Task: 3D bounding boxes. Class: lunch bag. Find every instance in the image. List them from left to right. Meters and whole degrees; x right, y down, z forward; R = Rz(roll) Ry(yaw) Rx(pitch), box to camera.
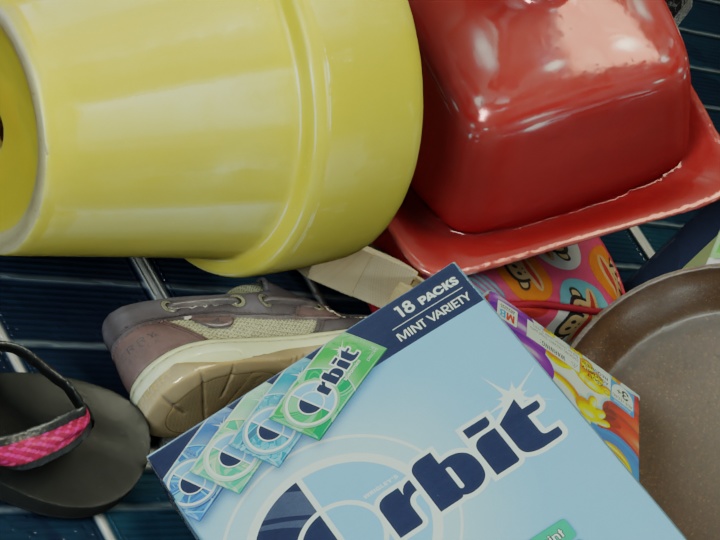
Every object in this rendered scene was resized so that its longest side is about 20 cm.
[{"bbox_3d":[0.042,-0.034,1.657,0.176,0.082,0.200,8,45,-48],"label":"lunch bag"}]

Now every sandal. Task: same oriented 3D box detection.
[{"bbox_3d":[-0.161,0.060,1.294,0.200,0.045,0.075,14,40,-44],"label":"sandal"}]

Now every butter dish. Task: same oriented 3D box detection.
[{"bbox_3d":[0.086,-0.124,1.568,0.199,0.148,0.200,-16,59,-20],"label":"butter dish"}]

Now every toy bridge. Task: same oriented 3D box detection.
[{"bbox_3d":[0.000,0.000,1.525,0.067,0.027,0.200,24,8,-36],"label":"toy bridge"}]

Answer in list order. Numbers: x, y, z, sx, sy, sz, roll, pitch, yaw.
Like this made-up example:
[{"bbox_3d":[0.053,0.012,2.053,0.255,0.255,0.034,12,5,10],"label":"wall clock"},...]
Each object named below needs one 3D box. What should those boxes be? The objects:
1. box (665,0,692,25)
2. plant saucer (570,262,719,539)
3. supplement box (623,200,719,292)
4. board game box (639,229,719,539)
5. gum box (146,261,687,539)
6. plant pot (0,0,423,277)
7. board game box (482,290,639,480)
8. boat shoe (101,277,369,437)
[{"bbox_3d":[0.081,-0.170,1.754,0.200,0.115,0.132,28,-10,12],"label":"box"},{"bbox_3d":[0.194,0.096,1.593,0.200,0.200,0.034,58,5,24],"label":"plant saucer"},{"bbox_3d":[0.267,0.077,1.751,0.200,0.134,0.200,5,47,-51],"label":"supplement box"},{"bbox_3d":[0.214,0.058,1.633,0.095,0.200,0.030,19,-14,24],"label":"board game box"},{"bbox_3d":[0.026,0.111,1.312,0.200,0.170,0.045,52,-9,40],"label":"gum box"},{"bbox_3d":[-0.103,-0.086,1.426,0.189,0.201,0.201,-14,60,-34],"label":"plant pot"},{"bbox_3d":[0.064,0.121,1.451,0.103,0.105,0.200,35,28,-17],"label":"board game box"},{"bbox_3d":[-0.048,0.036,1.455,0.200,0.072,0.065,-6,57,-53],"label":"boat shoe"}]
